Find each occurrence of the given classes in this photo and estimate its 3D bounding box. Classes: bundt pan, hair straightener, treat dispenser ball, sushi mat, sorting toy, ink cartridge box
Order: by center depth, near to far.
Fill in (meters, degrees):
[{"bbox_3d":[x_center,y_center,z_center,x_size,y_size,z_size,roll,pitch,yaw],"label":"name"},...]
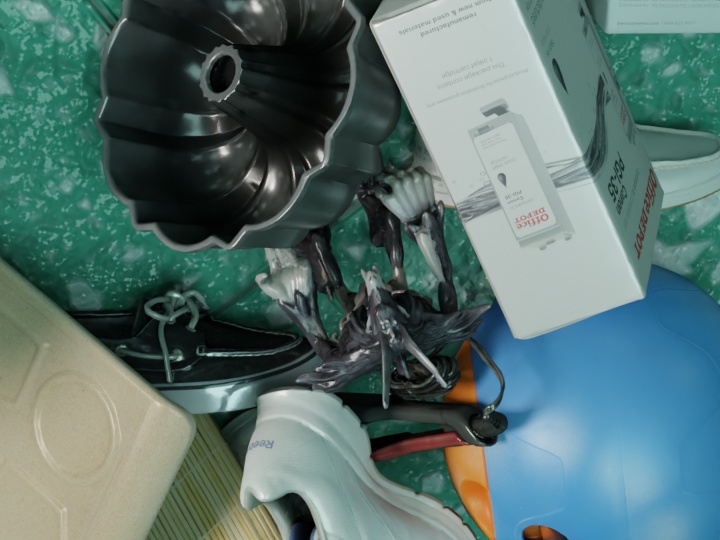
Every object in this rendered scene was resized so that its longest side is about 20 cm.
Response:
[{"bbox_3d":[0.092,-0.086,1.243,0.082,0.147,0.201,-18,111,20],"label":"ink cartridge box"},{"bbox_3d":[-0.053,-0.102,1.259,0.076,0.202,0.202,15,112,-48],"label":"bundt pan"},{"bbox_3d":[0.020,0.075,1.330,0.041,0.200,0.077,-20,95,-33],"label":"hair straightener"},{"bbox_3d":[-0.202,0.102,1.334,0.200,0.036,0.186,35,115,19],"label":"sorting toy"},{"bbox_3d":[-0.099,0.162,1.360,0.096,0.200,0.012,-41,146,10],"label":"sushi mat"},{"bbox_3d":[0.149,0.093,1.365,0.200,0.201,0.202,-4,113,-9],"label":"treat dispenser ball"}]

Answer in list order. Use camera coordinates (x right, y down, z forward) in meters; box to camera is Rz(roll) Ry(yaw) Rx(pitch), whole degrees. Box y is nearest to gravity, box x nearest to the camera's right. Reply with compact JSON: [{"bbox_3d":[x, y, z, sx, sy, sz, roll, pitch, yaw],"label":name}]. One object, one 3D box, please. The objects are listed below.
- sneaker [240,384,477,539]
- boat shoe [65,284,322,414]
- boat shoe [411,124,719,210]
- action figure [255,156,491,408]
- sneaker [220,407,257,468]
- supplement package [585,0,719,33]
[{"bbox_3d":[-0.002,0.157,1.329,0.200,0.087,0.074,43,140,-22],"label":"sneaker"},{"bbox_3d":[-0.120,0.044,1.365,0.198,0.074,0.068,-1,107,6],"label":"boat shoe"},{"bbox_3d":[0.131,-0.078,1.362,0.199,0.071,0.070,-2,114,-9],"label":"boat shoe"},{"bbox_3d":[0.000,0.000,1.297,0.118,0.200,0.102,-26,116,1],"label":"action figure"},{"bbox_3d":[-0.080,0.186,1.406,0.075,0.115,0.201,26,103,-20],"label":"sneaker"},{"bbox_3d":[0.186,-0.246,1.279,0.109,0.114,0.201,-1,111,-7],"label":"supplement package"}]
